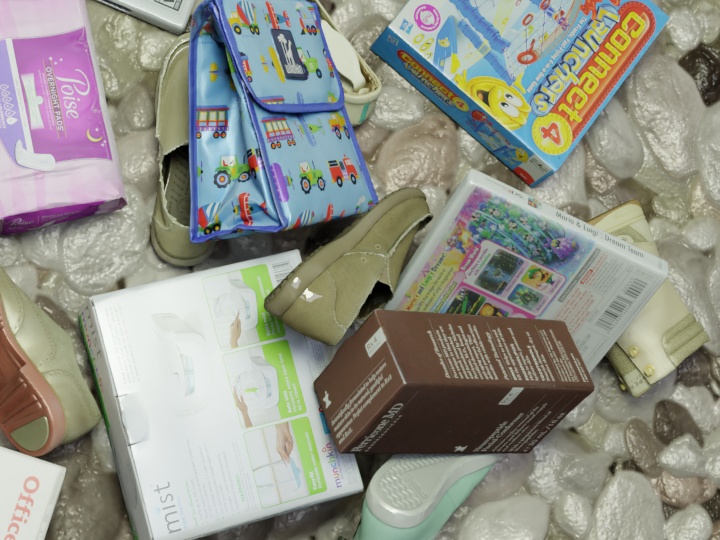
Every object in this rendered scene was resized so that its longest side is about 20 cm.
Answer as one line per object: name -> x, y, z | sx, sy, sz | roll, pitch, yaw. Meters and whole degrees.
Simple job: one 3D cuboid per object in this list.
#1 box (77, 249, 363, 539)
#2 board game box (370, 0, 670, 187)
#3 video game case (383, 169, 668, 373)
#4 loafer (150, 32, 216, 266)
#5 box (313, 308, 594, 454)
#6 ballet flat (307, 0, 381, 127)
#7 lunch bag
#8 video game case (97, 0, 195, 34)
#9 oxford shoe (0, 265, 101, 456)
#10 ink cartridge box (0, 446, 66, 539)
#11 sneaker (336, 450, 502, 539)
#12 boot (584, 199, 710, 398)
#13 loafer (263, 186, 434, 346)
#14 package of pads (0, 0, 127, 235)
box -> -0.114, 0.104, 1.247 | 0.176, 0.097, 0.201 | -14, 83, -18
board game box -> 0.145, -0.214, 1.413 | 0.196, 0.056, 0.200 | 39, 71, -5
video game case -> 0.124, 0.028, 1.293 | 0.181, 0.200, 0.024 | 25, 39, -10
loafer -> -0.133, -0.106, 1.300 | 0.075, 0.068, 0.201 | 4, 77, -16
box -> 0.075, 0.089, 1.230 | 0.199, 0.100, 0.075 | 5, 50, -35
ballet flat -> -0.051, -0.214, 1.350 | 0.069, 0.069, 0.200 | -38, 91, -20
lunch bag -> -0.074, -0.133, 1.255 | 0.150, 0.094, 0.201 | -16, 97, -58
video game case -> -0.204, -0.326, 1.351 | 0.181, 0.022, 0.201 | 22, 74, -11
oxford shoe -> -0.274, 0.052, 1.238 | 0.074, 0.071, 0.201 | -13, 72, -55
ink cartridge box -> -0.337, 0.188, 1.170 | 0.199, 0.085, 0.146 | 20, 74, -14
sneaker -> 0.050, 0.185, 1.301 | 0.074, 0.119, 0.200 | 34, 37, 18
boot -> 0.197, 0.045, 1.366 | 0.199, 0.073, 0.156 | -27, 86, -24
loafer -> 0.000, 0.000, 1.237 | 0.068, 0.076, 0.200 | 51, 46, 0
package of pads -> -0.265, -0.135, 1.263 | 0.120, 0.076, 0.201 | -11, 82, -17
